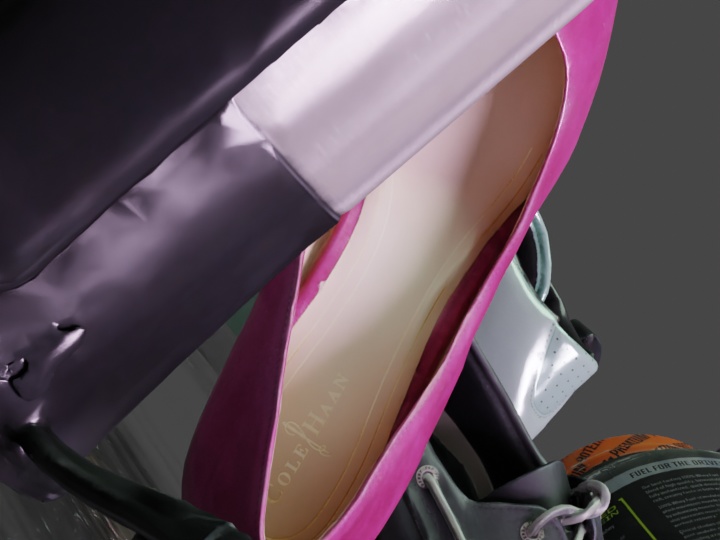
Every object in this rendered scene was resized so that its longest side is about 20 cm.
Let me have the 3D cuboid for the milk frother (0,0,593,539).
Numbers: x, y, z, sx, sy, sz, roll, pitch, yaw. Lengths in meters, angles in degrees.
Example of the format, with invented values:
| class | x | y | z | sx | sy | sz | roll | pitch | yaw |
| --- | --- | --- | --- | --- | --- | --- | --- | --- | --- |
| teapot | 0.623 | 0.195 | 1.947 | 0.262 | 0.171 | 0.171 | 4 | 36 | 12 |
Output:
| class | x | y | z | sx | sy | sz | roll | pitch | yaw |
| --- | --- | --- | --- | --- | --- | --- | --- | --- | --- |
| milk frother | 0.005 | -0.021 | 0.542 | 0.200 | 0.188 | 0.181 | 48 | 3 | -25 |

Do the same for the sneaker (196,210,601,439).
| class | x | y | z | sx | sy | sz | roll | pitch | yaw |
| --- | --- | --- | --- | --- | --- | --- | --- | --- | --- |
| sneaker | 0.000 | 0.000 | 0.990 | 0.201 | 0.118 | 0.074 | 49 | 4 | 34 |

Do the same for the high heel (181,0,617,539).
| class | x | y | z | sx | sy | sz | roll | pitch | yaw |
| --- | --- | --- | --- | --- | --- | --- | --- | --- | --- |
| high heel | 0.015 | -0.019 | 0.685 | 0.067 | 0.201 | 0.096 | 33 | -1 | -11 |

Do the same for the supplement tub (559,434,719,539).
| class | x | y | z | sx | sy | sz | roll | pitch | yaw |
| --- | --- | --- | --- | --- | --- | --- | --- | --- | --- |
| supplement tub | 0.120 | 0.138 | 0.981 | 0.123 | 0.122 | 0.200 | 48 | 3 | -26 |

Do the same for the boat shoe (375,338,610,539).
| class | x | y | z | sx | sy | sz | roll | pitch | yaw |
| --- | --- | --- | --- | --- | --- | --- | --- | --- | --- |
| boat shoe | 0.041 | 0.078 | 0.870 | 0.200 | 0.063 | 0.073 | 54 | 25 | 15 |

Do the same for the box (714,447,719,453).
| class | x | y | z | sx | sy | sz | roll | pitch | yaw |
| --- | --- | --- | --- | --- | --- | --- | --- | --- | --- |
| box | 0.192 | 0.156 | 1.126 | 0.123 | 0.200 | 0.198 | 47 | 2 | -29 |
